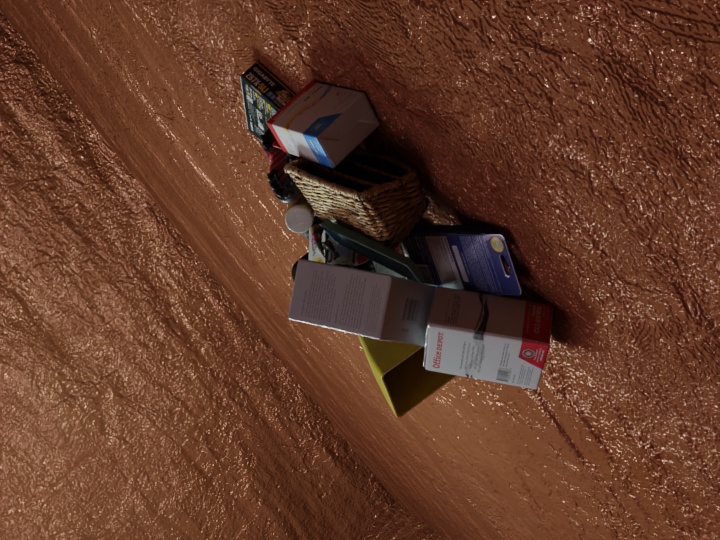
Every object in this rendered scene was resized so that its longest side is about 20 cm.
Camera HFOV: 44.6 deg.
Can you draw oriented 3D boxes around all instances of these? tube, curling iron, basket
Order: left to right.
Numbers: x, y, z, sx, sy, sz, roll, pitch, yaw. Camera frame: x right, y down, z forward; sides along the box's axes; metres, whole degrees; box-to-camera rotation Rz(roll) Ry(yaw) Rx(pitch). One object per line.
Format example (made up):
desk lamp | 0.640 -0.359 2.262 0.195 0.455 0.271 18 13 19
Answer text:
tube | -0.108 -0.127 1.615 0.200 0.058 0.052 -88 -25 -66
curling iron | -0.071 -0.061 1.530 0.050 0.025 0.200 54 -177 -22
basket | 0.002 -0.149 1.462 0.199 0.143 0.149 25 159 42

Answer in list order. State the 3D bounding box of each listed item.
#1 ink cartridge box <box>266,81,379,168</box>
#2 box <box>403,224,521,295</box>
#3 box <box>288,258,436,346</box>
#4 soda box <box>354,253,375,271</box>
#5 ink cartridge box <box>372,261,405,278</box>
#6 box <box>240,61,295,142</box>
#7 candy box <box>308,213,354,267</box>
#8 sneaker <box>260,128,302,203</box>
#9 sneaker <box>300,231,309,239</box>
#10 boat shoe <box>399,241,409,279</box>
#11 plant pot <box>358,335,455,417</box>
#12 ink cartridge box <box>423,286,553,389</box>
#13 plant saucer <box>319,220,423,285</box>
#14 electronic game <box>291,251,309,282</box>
ink cartridge box | -0.075 -0.251 1.473 0.199 0.116 0.067 25 154 49
box | 0.171 -0.018 1.452 0.199 0.032 0.122 4 127 40
box | 0.004 0.055 1.499 0.199 0.108 0.152 10 178 36
soda box | 0.000 0.000 1.716 0.071 0.063 0.201 60 -173 -38
ink cartridge box | 0.020 -0.069 1.665 0.200 0.057 0.163 54 -169 -37
box | -0.157 -0.289 1.705 0.159 0.049 0.200 40 162 13
candy box | -0.055 -0.100 1.661 0.136 0.060 0.202 159 111 -72
sneaker | -0.122 -0.182 1.583 0.098 0.071 0.201 41 -158 -39
sneaker | -0.102 -0.091 1.857 0.071 0.082 0.201 37 -154 -59
boat shoe | 0.110 -0.014 1.673 0.200 0.056 0.067 79 174 -67
plant pot | 0.094 0.159 1.895 0.177 0.199 0.201 48 167 35
ink cartridge box | 0.211 0.114 1.474 0.198 0.084 0.145 9 143 7
plant saucer | 0.019 -0.033 1.448 0.199 0.019 0.070 26 167 36
electronic game | -0.046 -0.003 1.846 0.199 0.199 0.042 28 132 46
